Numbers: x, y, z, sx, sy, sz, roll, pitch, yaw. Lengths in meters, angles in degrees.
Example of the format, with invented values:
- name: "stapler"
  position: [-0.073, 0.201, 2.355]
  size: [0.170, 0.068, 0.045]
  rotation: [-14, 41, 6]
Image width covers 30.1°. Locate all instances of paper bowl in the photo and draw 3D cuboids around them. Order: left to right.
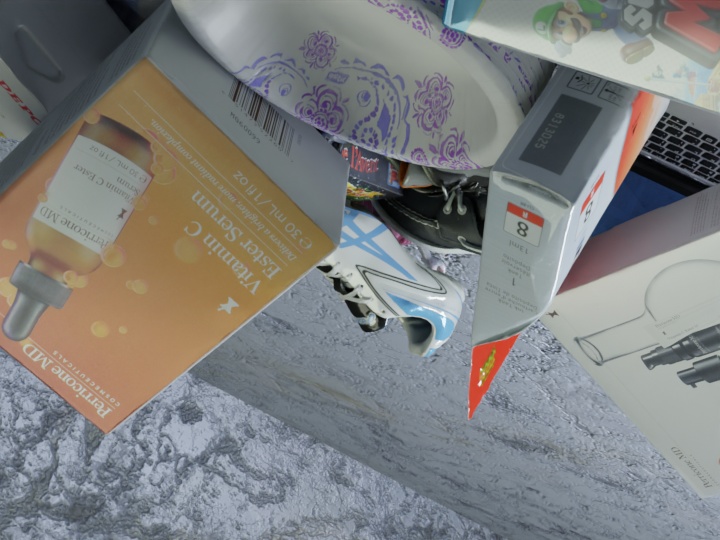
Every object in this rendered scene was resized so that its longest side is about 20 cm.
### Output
- name: "paper bowl"
  position: [0.010, -0.145, 0.689]
  size: [0.200, 0.105, 0.201]
  rotation: [24, 167, 6]

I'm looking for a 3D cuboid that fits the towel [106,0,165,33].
- name: "towel"
  position: [-0.175, -0.187, 0.854]
  size: [0.199, 0.024, 0.147]
  rotation: [33, 162, -4]

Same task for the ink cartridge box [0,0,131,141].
- name: "ink cartridge box"
  position: [-0.254, -0.162, 0.875]
  size: [0.199, 0.086, 0.148]
  rotation: [13, 152, 41]

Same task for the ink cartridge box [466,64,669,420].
- name: "ink cartridge box"
  position: [0.112, -0.025, 0.705]
  size: [0.050, 0.163, 0.201]
  rotation: [21, 143, 20]

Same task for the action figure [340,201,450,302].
- name: "action figure"
  position: [0.006, -0.052, 1.123]
  size: [0.199, 0.150, 0.134]
  rotation: [0, -168, 21]

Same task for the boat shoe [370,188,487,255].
- name: "boat shoe"
  position: [0.098, -0.043, 0.995]
  size: [0.199, 0.076, 0.060]
  rotation: [19, 157, 14]

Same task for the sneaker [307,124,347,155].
- name: "sneaker"
  position: [-0.031, -0.091, 0.833]
  size: [0.082, 0.070, 0.201]
  rotation: [13, 119, 34]

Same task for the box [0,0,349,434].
- name: "box"
  position: [-0.129, -0.030, 0.786]
  size: [0.152, 0.200, 0.107]
  rotation: [43, -157, -20]

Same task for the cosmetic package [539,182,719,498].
- name: "cosmetic package"
  position: [0.223, 0.048, 0.825]
  size: [0.150, 0.052, 0.200]
  rotation: [-24, 120, 42]

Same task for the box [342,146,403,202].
- name: "box"
  position: [-0.078, -0.085, 0.958]
  size: [0.136, 0.038, 0.199]
  rotation: [-3, 168, 36]

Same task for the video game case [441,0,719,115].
- name: "video game case"
  position: [0.137, -0.133, 0.520]
  size: [0.199, 0.018, 0.144]
  rotation: [21, 127, 15]

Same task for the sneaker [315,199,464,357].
- name: "sneaker"
  position: [0.000, 0.000, 1.012]
  size: [0.200, 0.073, 0.072]
  rotation: [34, 162, -30]

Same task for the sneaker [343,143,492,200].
- name: "sneaker"
  position: [0.072, -0.075, 0.898]
  size: [0.199, 0.080, 0.074]
  rotation: [26, 164, -10]

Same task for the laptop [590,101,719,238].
- name: "laptop"
  position: [0.209, -0.013, 0.813]
  size: [0.186, 0.117, 0.200]
  rotation: [24, 166, -1]
